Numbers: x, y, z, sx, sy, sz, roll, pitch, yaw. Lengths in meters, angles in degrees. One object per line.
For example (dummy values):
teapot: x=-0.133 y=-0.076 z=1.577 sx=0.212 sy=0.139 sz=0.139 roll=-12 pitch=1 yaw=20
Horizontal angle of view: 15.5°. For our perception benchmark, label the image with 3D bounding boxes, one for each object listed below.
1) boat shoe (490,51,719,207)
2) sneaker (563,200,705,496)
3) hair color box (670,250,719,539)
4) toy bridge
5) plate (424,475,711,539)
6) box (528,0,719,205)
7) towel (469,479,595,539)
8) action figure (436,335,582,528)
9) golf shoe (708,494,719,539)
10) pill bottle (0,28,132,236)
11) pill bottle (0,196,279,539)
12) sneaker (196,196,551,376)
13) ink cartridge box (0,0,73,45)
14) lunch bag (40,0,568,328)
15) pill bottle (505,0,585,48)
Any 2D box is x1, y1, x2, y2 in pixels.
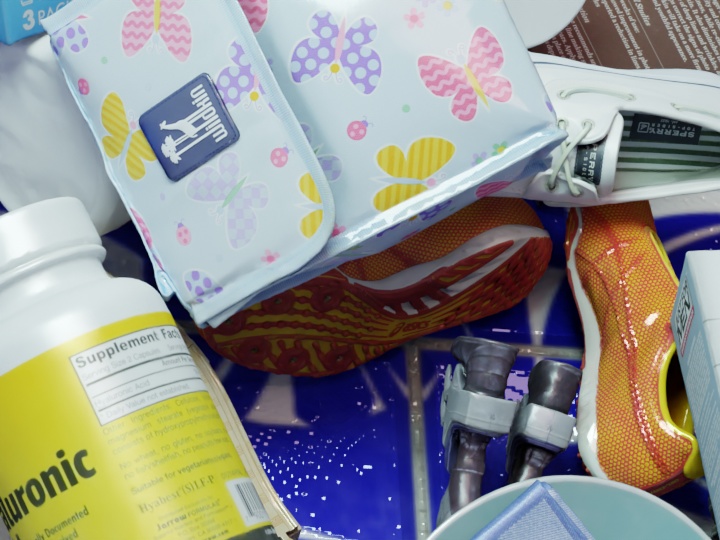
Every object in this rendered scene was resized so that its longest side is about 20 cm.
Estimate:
boat shoe: x=0.111 y=-0.068 z=1.325 sx=0.199 sy=0.074 sz=0.067 roll=-7 pitch=29 yaw=-16
sneaker: x=0.149 y=0.026 z=1.352 sx=0.077 sy=0.073 sz=0.201 roll=-17 pitch=57 yaw=21
hair color box: x=0.213 y=0.084 z=1.233 sx=0.098 sy=0.061 sz=0.201 roll=-4 pitch=55 yaw=-6
toy bridge: x=-0.091 y=0.060 z=1.289 sx=0.027 sy=0.067 sz=0.200 roll=-27 pitch=64 yaw=-28
plate: x=0.093 y=0.194 z=1.213 sx=0.199 sy=0.026 sz=0.201 roll=2 pitch=85 yaw=-18
box: x=0.174 y=-0.111 z=1.468 sx=0.199 sy=0.075 sz=0.100 roll=-12 pitch=58 yaw=-18
towel: x=0.089 y=0.212 z=1.185 sx=0.147 sy=0.024 sz=0.200 roll=-39 pitch=95 yaw=-16
action figure: x=0.058 y=0.137 z=1.258 sx=0.130 sy=0.069 sz=0.201 roll=20 pitch=73 yaw=-20
golf shoe: x=0.202 y=0.129 z=1.312 sx=0.094 sy=0.078 sz=0.200 roll=19 pitch=60 yaw=45
pill bottle: x=-0.095 y=-0.097 z=1.363 sx=0.112 sy=0.113 sz=0.200 roll=44 pitch=45 yaw=19
pill bottle: x=-0.122 y=0.073 z=1.215 sx=0.111 sy=0.111 sz=0.201 roll=-22 pitch=79 yaw=-25
sneaker: x=0.000 y=0.000 z=1.352 sx=0.199 sy=0.073 sz=0.077 roll=-13 pitch=46 yaw=-30
ink cartridge box: x=-0.156 y=-0.223 z=1.269 sx=0.068 sy=0.201 sz=0.115 roll=19 pitch=34 yaw=39
lunch bag: x=-0.027 y=-0.085 z=1.235 sx=0.199 sy=0.127 sz=0.170 roll=-24 pitch=85 yaw=-2
pill bottle: x=0.037 y=-0.182 z=1.404 sx=0.114 sy=0.115 sz=0.200 roll=-14 pitch=22 yaw=-21
